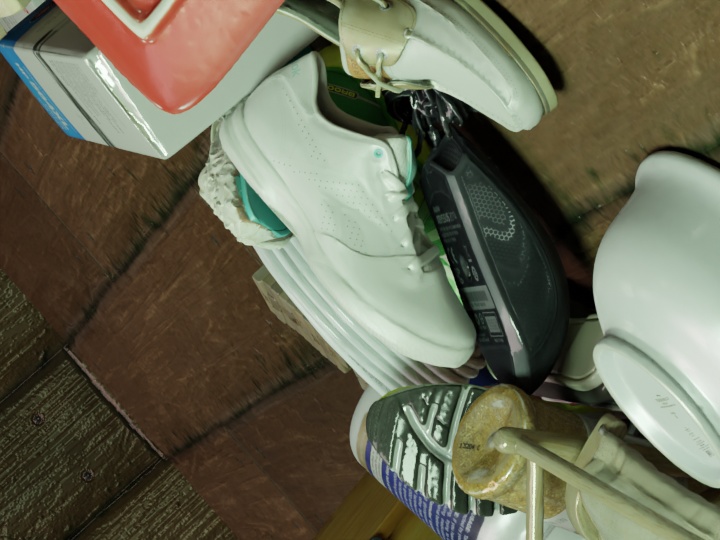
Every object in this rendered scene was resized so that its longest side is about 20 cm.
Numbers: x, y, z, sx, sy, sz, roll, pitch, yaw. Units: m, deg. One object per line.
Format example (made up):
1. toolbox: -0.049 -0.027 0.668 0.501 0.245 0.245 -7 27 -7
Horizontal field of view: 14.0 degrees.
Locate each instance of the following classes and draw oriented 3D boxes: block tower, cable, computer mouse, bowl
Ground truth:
1. block tower: 0.007 0.052 2.164 0.200 0.058 0.054 38 164 33
2. cable: 0.000 0.000 1.877 0.200 0.069 0.200 54 -169 23
3. computer mouse: 0.077 -0.028 1.663 0.138 0.053 0.200 -171 60 -76
4. bowl: 0.180 0.044 1.465 0.201 0.090 0.201 46 168 13

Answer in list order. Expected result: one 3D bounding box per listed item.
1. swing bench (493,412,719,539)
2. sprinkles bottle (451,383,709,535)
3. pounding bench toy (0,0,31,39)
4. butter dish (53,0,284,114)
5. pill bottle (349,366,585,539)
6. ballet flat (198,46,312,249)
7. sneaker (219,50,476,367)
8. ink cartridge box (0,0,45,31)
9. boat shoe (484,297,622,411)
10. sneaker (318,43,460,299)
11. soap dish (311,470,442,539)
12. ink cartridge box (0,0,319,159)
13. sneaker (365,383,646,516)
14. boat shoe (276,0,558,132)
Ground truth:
1. swing bench: 0.204 0.155 1.559 0.199 0.200 0.130 29 123 55
2. sprinkles bottle: 0.148 0.126 1.683 0.200 0.068 0.068 23 -178 -31
3. pounding bench toy: -0.207 -0.236 1.788 0.200 0.156 0.124 33 159 51
4. butter dish: -0.081 -0.219 1.476 0.200 0.148 0.199 46 124 7
5. pill bottle: 0.095 0.142 1.990 0.200 0.116 0.116 41 166 32
6. ballet flat: -0.066 -0.071 1.785 0.072 0.072 0.200 56 -154 -30
7. sneaker: 0.009 -0.036 1.676 0.200 0.088 0.075 49 -159 6
8. ink cartridge box: -0.236 -0.227 2.045 0.200 0.084 0.146 32 160 50
9. boat shoe: 0.129 0.053 1.722 0.057 0.067 0.200 32 176 -18
10. sneaker: 0.017 -0.041 1.767 0.200 0.084 0.074 55 169 -14
11. soap dish: 0.058 0.211 2.183 0.081 0.200 0.157 -27 106 46
12. ink cartridge box: -0.119 -0.147 1.778 0.084 0.146 0.200 54 167 -20
13. sneaker: 0.097 0.104 1.793 0.200 0.078 0.090 10 -167 -12
14. boat shoe: 0.020 -0.125 1.550 0.200 0.068 0.075 40 165 35
